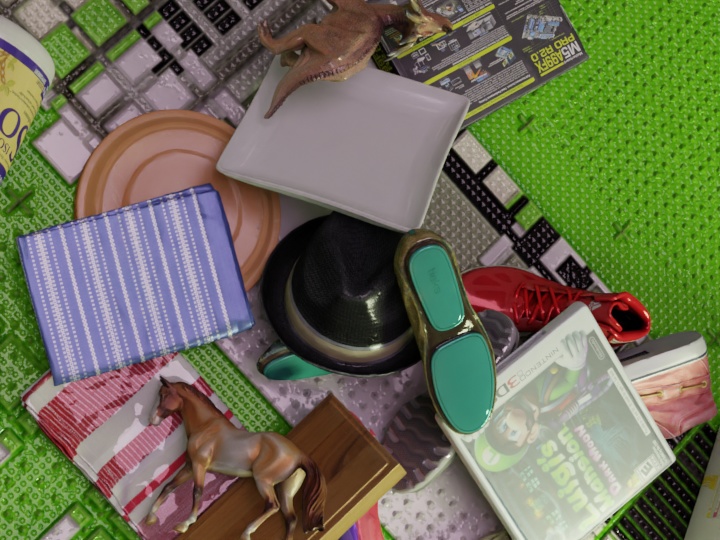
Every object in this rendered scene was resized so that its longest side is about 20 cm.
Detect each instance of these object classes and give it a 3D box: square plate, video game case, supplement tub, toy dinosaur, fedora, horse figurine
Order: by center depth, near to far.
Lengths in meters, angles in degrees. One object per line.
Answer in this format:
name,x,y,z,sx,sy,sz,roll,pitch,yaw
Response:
supplement tub,-0.374,-0.128,1.541,0.145,0.145,0.201,26,75,-12
horse figurine,-0.110,0.184,1.575,0.199,0.050,0.133,13,72,18
fedora,0.000,0.000,1.626,0.200,0.092,0.201,6,47,-7
toy dinosaur,-0.009,-0.217,1.645,0.135,0.086,0.200,28,61,25
square plate,-0.014,-0.124,1.656,0.197,0.029,0.200,17,47,7
video game case,0.190,0.161,1.666,0.182,0.023,0.200,-37,112,-12

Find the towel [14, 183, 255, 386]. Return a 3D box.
towel,-0.207,0.011,1.609,0.199,0.024,0.145,-16,90,-18

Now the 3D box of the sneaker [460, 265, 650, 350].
sneaker,0.195,0.030,1.714,0.199,0.115,0.079,8,78,-18

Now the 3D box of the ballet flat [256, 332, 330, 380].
ballet flat,-0.010,0.060,1.679,0.199,0.074,0.075,-6,84,-20

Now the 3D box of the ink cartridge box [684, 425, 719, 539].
ink cartridge box,0.419,0.253,1.747,0.128,0.125,0.201,23,75,-13

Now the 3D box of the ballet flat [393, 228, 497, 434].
ballet flat,0.076,0.052,1.582,0.071,0.071,0.201,-26,113,-20

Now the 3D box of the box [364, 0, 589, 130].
box,0.111,-0.238,1.767,0.200,0.044,0.161,-30,92,-19

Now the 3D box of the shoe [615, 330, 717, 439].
shoe,0.261,0.133,1.743,0.199,0.071,0.091,-17,102,-9

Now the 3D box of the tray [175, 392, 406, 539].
tray,-0.065,0.217,1.598,0.200,0.037,0.099,-43,65,-6

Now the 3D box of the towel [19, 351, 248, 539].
towel,-0.200,0.146,1.613,0.144,0.023,0.200,-44,99,-19

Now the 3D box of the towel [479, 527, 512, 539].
towel,0.170,0.348,1.700,0.148,0.036,0.201,-28,90,-20

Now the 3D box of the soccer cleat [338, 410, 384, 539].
soccer cleat,-0.012,0.233,1.648,0.067,0.076,0.201,13,59,-53

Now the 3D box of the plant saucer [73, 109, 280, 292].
plant saucer,-0.172,-0.056,1.655,0.199,0.032,0.201,3,81,-17

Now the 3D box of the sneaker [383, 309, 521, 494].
sneaker,0.099,0.138,1.689,0.075,0.082,0.200,37,88,34
